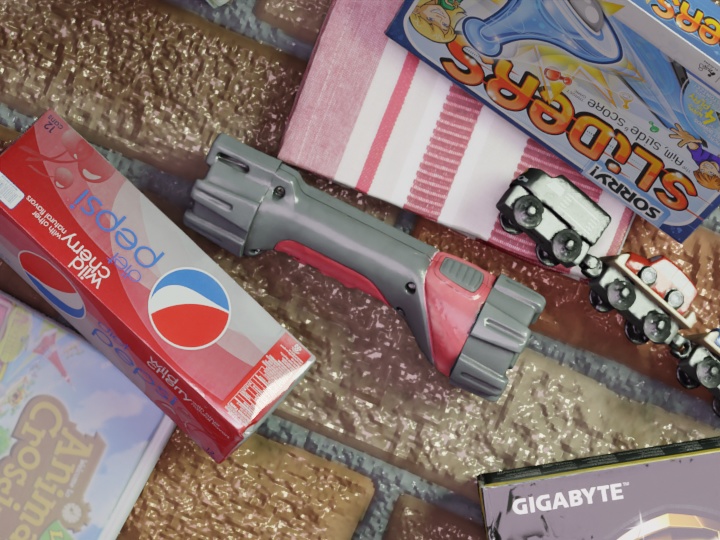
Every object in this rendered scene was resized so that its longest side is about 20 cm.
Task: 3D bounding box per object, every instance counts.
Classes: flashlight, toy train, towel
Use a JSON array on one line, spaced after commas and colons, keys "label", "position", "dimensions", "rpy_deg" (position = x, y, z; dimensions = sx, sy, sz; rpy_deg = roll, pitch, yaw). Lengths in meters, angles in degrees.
[{"label": "flashlight", "position": [0.000, 0.000, 1.261], "dimensions": [0.199, 0.068, 0.068], "rpy_deg": [25, 84, 5]}, {"label": "toy train", "position": [0.157, 0.014, 1.256], "dimensions": [0.200, 0.034, 0.046], "rpy_deg": [41, 74, -11]}, {"label": "towel", "position": [0.069, -0.092, 1.274], "dimensions": [0.199, 0.023, 0.145], "rpy_deg": [22, 91, -1]}]

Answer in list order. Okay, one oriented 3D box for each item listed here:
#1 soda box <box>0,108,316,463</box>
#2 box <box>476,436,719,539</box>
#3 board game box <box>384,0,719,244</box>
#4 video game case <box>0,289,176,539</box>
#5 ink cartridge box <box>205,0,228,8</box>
[{"label": "soda box", "position": [-0.122, 0.010, 1.251], "dimensions": [0.200, 0.070, 0.063], "rpy_deg": [44, 66, 0]}, {"label": "box", "position": [0.173, 0.178, 1.270], "dimensions": [0.198, 0.049, 0.161], "rpy_deg": [-8, 94, 2]}, {"label": "board game box", "position": [0.122, -0.112, 1.200], "dimensions": [0.199, 0.136, 0.035], "rpy_deg": [35, 57, 0]}, {"label": "video game case", "position": [-0.220, 0.114, 1.291], "dimensions": [0.181, 0.022, 0.201], "rpy_deg": [29, 93, 0]}, {"label": "ink cartridge box", "position": [-0.081, -0.266, 1.238], "dimensions": [0.145, 0.084, 0.201], "rpy_deg": [-35, 91, 3]}]
